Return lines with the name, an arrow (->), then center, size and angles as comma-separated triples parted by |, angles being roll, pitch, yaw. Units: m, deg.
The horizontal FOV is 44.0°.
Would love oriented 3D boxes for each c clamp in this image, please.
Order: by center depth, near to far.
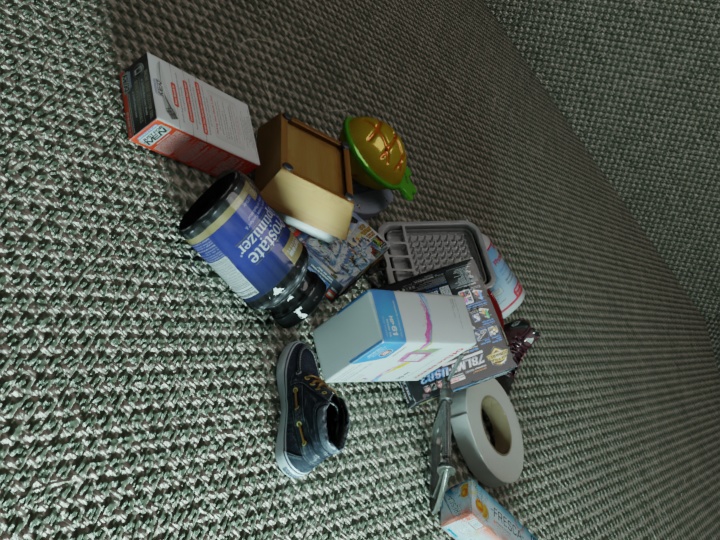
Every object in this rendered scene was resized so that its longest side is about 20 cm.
c clamp -> 0.123, 0.255, 1.348 | 0.026, 0.172, 0.203 | 10, 51, -5

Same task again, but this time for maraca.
maraca -> 0.035, -0.197, 1.571 | 0.199, 0.106, 0.139 | 30, 40, -44

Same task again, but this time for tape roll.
tape roll -> 0.226, 0.279, 1.577 | 0.202, 0.037, 0.206 | 38, 41, -41

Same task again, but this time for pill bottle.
pill bottle -> -0.139, -0.022, 1.187 | 0.200, 0.111, 0.113 | 48, 30, -21
pill bottle -> 0.237, -0.001, 1.797 | 0.201, 0.108, 0.109 | 53, 29, -14

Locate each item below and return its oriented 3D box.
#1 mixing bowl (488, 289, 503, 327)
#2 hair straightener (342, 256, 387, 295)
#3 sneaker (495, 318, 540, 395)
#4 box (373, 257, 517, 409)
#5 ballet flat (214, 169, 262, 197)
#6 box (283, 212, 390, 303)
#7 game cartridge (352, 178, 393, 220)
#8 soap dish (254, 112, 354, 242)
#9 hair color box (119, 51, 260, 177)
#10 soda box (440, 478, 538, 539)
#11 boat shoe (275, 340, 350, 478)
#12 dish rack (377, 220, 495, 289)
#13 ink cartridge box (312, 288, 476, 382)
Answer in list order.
mixing bowl -> 0.195, 0.091, 1.644 | 0.199, 0.107, 0.203 | 39, 34, -33
hair straightener -> 0.000, 0.000, 1.487 | 0.078, 0.041, 0.200 | 56, 24, -8
sneaker -> 0.298, 0.160, 1.741 | 0.076, 0.114, 0.202 | 45, 31, -25
box -> 0.135, 0.101, 1.477 | 0.196, 0.050, 0.202 | -17, 76, -18
ballet flat -> -0.141, -0.056, 1.271 | 0.202, 0.067, 0.046 | 56, 14, -14
box -> -0.046, -0.041, 1.388 | 0.137, 0.040, 0.200 | 42, 30, 5
game cartridge -> -0.012, -0.156, 1.606 | 0.135, 0.040, 0.199 | 60, 28, 5
soap dish -> -0.084, -0.148, 1.368 | 0.155, 0.082, 0.202 | 24, 33, -22
hair color box -> -0.237, -0.209, 1.250 | 0.199, 0.063, 0.113 | 22, 47, -52
soda box -> 0.206, 0.416, 1.408 | 0.200, 0.063, 0.069 | 46, 31, -28
boat shoe -> -0.058, 0.167, 1.168 | 0.071, 0.090, 0.203 | 37, 36, -36
dish rack -> 0.133, -0.015, 1.601 | 0.195, 0.044, 0.174 | -2, 47, -11
ink cartridge box -> 0.052, 0.099, 1.314 | 0.197, 0.144, 0.086 | 3, 60, -42
